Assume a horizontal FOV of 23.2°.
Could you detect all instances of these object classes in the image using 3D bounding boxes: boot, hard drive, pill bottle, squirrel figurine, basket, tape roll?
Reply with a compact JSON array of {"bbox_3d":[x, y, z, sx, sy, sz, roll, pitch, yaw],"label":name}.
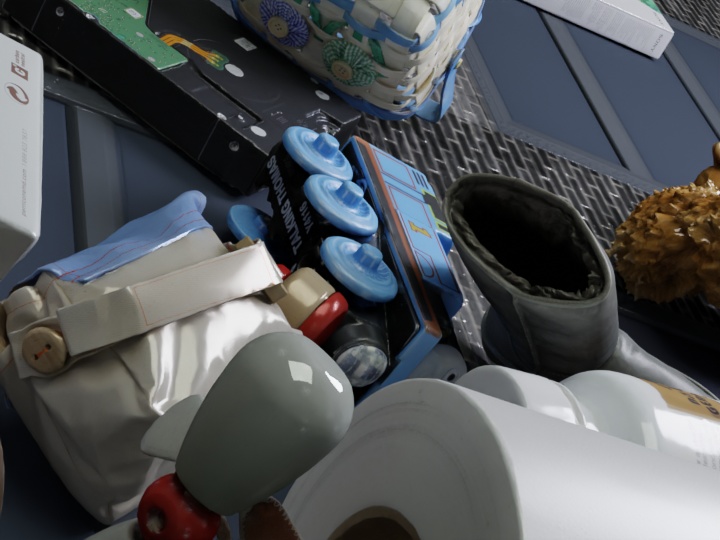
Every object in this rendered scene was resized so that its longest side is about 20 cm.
[{"bbox_3d":[0.127,0.034,0.932,0.181,0.073,0.200,28,-19,14],"label":"boot"},{"bbox_3d":[-0.110,-0.130,1.105,0.200,0.038,0.140,38,26,9],"label":"hard drive"},{"bbox_3d":[0.134,0.111,0.867,0.199,0.115,0.115,16,30,-29],"label":"pill bottle"},{"bbox_3d":[0.271,-0.020,1.228,0.199,0.142,0.187,15,24,-36],"label":"squirrel figurine"},{"bbox_3d":[-0.005,-0.185,1.194,0.176,0.139,0.200,33,-11,5],"label":"basket"},{"bbox_3d":[0.054,0.151,0.613,0.139,0.203,0.203,20,29,-25],"label":"tape roll"}]

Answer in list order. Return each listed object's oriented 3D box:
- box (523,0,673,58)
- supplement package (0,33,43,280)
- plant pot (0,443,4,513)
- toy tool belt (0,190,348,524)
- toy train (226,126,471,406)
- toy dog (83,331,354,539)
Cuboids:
[{"bbox_3d":[0.200,-0.287,1.718,0.199,0.036,0.145,20,29,-26],"label":"box"},{"bbox_3d":[-0.227,-0.051,0.624,0.199,0.117,0.118,26,33,-29],"label":"supplement package"},{"bbox_3d":[-0.214,0.055,0.540,0.200,0.187,0.187,26,23,-46],"label":"plant pot"},{"bbox_3d":[-0.093,0.013,0.779,0.123,0.125,0.200,43,30,7],"label":"toy tool belt"},{"bbox_3d":[0.000,0.000,0.951,0.114,0.087,0.200,24,26,-29],"label":"toy train"},{"bbox_3d":[-0.061,0.109,0.601,0.096,0.199,0.133,8,59,-58],"label":"toy dog"}]
